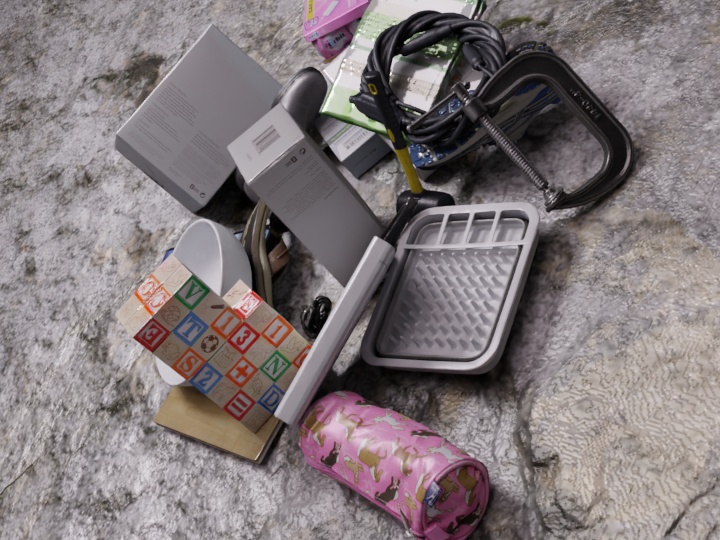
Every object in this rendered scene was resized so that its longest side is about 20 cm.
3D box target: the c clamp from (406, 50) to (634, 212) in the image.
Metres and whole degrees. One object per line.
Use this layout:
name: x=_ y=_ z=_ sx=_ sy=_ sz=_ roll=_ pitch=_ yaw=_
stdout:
c clamp: x=0.177 y=-0.138 z=1.022 sx=0.200 sy=0.027 sz=0.171 roll=44 pitch=83 yaw=8

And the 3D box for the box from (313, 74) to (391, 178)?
box: x=0.009 y=-0.229 z=1.325 sx=0.156 sy=0.041 sz=0.200 roll=-39 pitch=41 yaw=4

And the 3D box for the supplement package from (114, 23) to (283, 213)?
supplement package: x=-0.224 y=-0.208 z=1.382 sx=0.200 sy=0.152 sz=0.151 roll=-52 pitch=12 yaw=-10

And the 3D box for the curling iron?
curling iron: x=0.000 y=0.000 z=1.099 sx=0.200 sy=0.050 sz=0.026 roll=-50 pitch=27 yaw=10

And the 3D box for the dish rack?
dish rack: x=0.099 y=0.023 z=1.023 sx=0.171 sy=0.044 sz=0.201 roll=-1 pitch=55 yaw=39

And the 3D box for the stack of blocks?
stack of blocks: x=-0.146 y=0.070 z=1.042 sx=0.115 sy=0.200 sz=0.059 roll=-48 pitch=39 yaw=-5

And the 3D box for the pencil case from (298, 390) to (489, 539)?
pencil case: x=0.026 y=0.180 z=0.918 sx=0.200 sy=0.086 sz=0.083 roll=22 pitch=109 yaw=49

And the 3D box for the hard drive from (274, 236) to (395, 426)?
hard drive: x=-0.023 y=0.062 z=1.014 sx=0.201 sy=0.027 sz=0.132 roll=-60 pitch=-3 yaw=-1

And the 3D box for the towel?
towel: x=0.052 y=-0.258 z=1.194 sx=0.149 sy=0.031 sz=0.201 roll=23 pitch=85 yaw=29

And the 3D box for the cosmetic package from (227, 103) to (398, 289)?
cosmetic package: x=-0.050 y=-0.080 z=1.115 sx=0.085 sy=0.200 sz=0.108 roll=-39 pitch=35 yaw=3

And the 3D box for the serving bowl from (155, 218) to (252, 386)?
serving bowl: x=-0.180 y=0.043 z=1.170 sx=0.200 sy=0.066 sz=0.201 roll=-29 pitch=55 yaw=52

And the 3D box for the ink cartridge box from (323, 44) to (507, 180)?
ink cartridge box: x=0.077 y=-0.239 z=1.214 sx=0.176 sy=0.045 sz=0.200 roll=-42 pitch=63 yaw=4

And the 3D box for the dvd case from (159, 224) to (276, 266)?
dvd case: x=-0.207 y=0.011 z=1.306 sx=0.199 sy=0.018 sz=0.143 roll=-11 pitch=44 yaw=33

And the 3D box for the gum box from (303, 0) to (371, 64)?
gum box: x=-0.021 y=-0.411 z=1.491 sx=0.113 sy=0.066 sz=0.201 roll=-23 pitch=44 yaw=23

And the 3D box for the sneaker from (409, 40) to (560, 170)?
sneaker: x=0.150 y=-0.168 z=1.119 sx=0.200 sy=0.085 sz=0.077 roll=-33 pitch=49 yaw=15

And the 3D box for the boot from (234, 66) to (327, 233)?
boot: x=-0.077 y=-0.155 z=1.283 sx=0.132 sy=0.070 sz=0.201 roll=44 pitch=111 yaw=43

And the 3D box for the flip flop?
flip flop: x=-0.114 y=-0.002 z=1.201 sx=0.081 sy=0.057 sz=0.201 roll=126 pitch=145 yaw=-47

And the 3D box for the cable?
cable: x=0.089 y=-0.221 z=1.111 sx=0.200 sy=0.051 sz=0.163 roll=27 pitch=73 yaw=39

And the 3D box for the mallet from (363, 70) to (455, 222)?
mallet: x=0.055 y=-0.129 z=1.080 sx=0.066 sy=0.201 sz=0.041 roll=15 pitch=50 yaw=35

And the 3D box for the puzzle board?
puzzle board: x=-0.145 y=0.137 z=1.152 sx=0.199 sy=0.017 sz=0.151 roll=9 pitch=61 yaw=44
